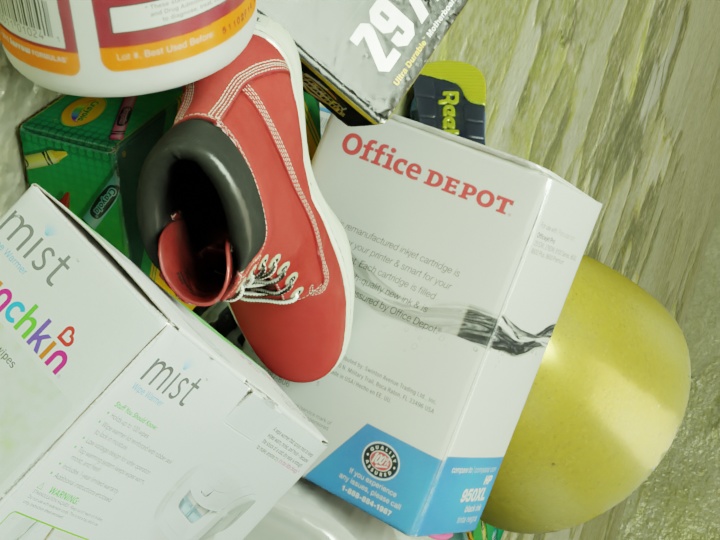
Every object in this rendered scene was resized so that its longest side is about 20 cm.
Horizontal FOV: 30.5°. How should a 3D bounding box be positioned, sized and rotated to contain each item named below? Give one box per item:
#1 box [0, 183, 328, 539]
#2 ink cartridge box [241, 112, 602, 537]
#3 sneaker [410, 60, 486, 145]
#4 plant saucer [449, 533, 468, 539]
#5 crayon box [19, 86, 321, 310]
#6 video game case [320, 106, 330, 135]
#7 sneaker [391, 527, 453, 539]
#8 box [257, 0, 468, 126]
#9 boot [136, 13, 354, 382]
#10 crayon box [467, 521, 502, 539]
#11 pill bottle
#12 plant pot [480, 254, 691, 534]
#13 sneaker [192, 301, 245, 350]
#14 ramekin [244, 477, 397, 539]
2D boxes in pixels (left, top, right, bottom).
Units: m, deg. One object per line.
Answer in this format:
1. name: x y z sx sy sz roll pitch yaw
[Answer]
1. box: -0.126 0.089 0.569 0.177 0.097 0.200 -48 154 -4
2. ink cartridge box: 0.026 0.024 0.733 0.084 0.144 0.201 14 98 -59
3. sneaker: 0.066 -0.066 1.028 0.082 0.073 0.201 93 6 -58
4. plant saucer: -0.016 0.196 0.923 0.036 0.200 0.200 -48 -174 49
5. crayon box: -0.090 -0.061 0.699 0.200 0.058 0.119 -50 147 -48
6. video game case: 0.000 0.000 0.848 0.018 0.142 0.201 76 34 -67
7. sneaker: -0.024 0.135 0.862 0.081 0.200 0.088 33 99 -37
8. box: -0.001 -0.199 0.669 0.159 0.049 0.201 39 77 -22
9. boot: -0.053 0.003 0.607 0.145 0.072 0.201 -79 162 -52
10. crayon box: 0.048 0.177 1.093 0.059 0.118 0.200 -65 156 -25
11. pill bottle: -0.103 -0.180 0.518 0.113 0.112 0.201 -52 149 -45
12. plant pot: 0.102 0.057 0.895 0.142 0.199 0.201 43 61 -38
13. sneaker: -0.055 -0.004 0.815 0.200 0.080 0.074 -46 141 -19
14. ramekin: -0.061 0.197 0.766 0.094 0.201 0.204 -52 150 -67
